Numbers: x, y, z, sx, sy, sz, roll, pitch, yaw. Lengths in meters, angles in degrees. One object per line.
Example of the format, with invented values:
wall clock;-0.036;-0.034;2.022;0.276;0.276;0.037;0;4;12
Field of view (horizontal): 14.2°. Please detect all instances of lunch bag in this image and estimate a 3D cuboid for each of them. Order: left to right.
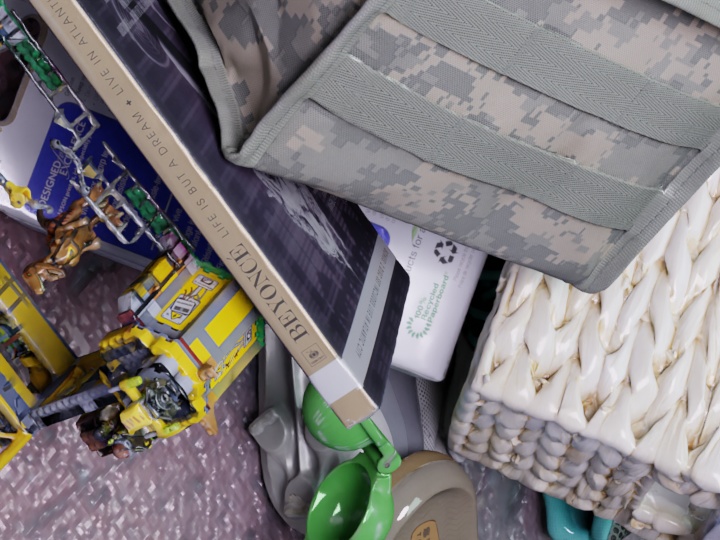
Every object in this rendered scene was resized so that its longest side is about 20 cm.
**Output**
lunch bag;0.065;-0.107;0.899;0.164;0.200;0.118;20;33;-39

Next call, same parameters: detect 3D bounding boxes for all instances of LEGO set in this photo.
LEGO set;-0.138;0.006;0.864;0.116;0.154;0.200;-50;118;-39

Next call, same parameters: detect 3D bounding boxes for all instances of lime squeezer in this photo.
lime squeezer;-0.021;0.063;1.006;0.038;0.071;0.200;-99;-166;-63

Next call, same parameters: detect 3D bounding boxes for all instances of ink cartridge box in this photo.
ink cartridge box;-0.047;-0.039;1.004;0.200;0.037;0.095;22;85;-18

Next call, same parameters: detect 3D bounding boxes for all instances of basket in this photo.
basket;0.119;-0.007;1.052;0.136;0.123;0.200;98;13;-75

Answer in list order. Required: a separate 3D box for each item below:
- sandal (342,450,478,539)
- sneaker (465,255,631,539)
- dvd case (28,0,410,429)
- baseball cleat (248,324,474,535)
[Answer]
sandal;0.036;0.161;1.083;0.080;0.054;0.200;-32;129;-39
sneaker;0.075;0.032;1.158;0.200;0.078;0.091;56;52;-26
dvd case;-0.051;-0.053;0.914;0.200;0.016;0.149;53;13;-10
baseball cleat;0.000;0.000;1.090;0.106;0.070;0.200;-2;96;-55
